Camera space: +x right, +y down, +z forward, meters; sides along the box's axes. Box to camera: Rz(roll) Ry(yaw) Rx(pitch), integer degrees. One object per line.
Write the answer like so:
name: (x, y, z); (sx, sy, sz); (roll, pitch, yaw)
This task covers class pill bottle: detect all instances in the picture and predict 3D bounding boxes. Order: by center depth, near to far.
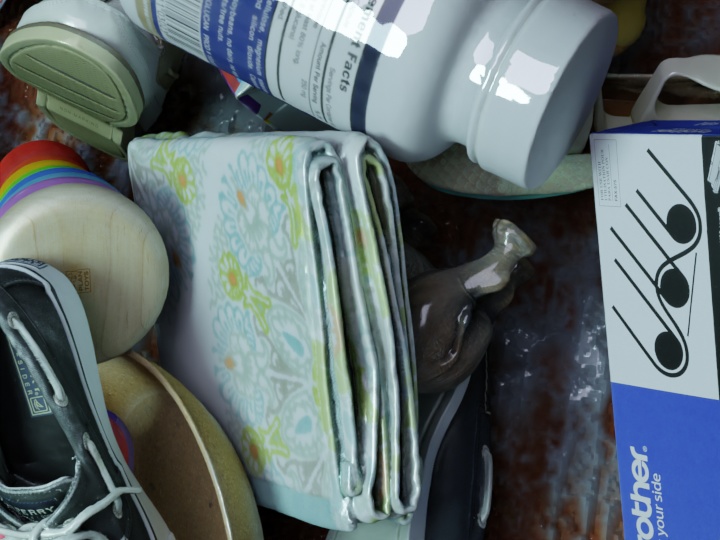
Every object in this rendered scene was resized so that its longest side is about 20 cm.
pill bottle: (0.005, -0.115, 0.789); (0.199, 0.111, 0.112); (28, 88, 16)

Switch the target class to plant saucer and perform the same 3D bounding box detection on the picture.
plant saucer: (-0.095, 0.132, 0.871); (0.200, 0.035, 0.202); (14, 108, 53)

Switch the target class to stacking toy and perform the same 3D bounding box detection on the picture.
stacking toy: (-0.150, -0.024, 0.904); (0.085, 0.085, 0.200); (-49, 23, 4)

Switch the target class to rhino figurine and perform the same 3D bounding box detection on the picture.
rhino figurine: (0.000, 0.000, 0.873); (0.088, 0.060, 0.200); (-51, 37, -11)

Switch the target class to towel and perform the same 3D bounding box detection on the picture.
towel: (-0.041, 0.022, 0.835); (0.200, 0.048, 0.172); (6, 104, 58)

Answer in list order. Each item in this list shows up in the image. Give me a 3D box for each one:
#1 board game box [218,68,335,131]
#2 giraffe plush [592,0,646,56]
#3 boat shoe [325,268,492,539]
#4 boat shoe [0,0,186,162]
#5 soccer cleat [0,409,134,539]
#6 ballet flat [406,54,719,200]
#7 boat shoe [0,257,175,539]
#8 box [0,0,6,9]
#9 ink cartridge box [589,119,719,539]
board game box: (-0.052, -0.178, 0.935); (0.105, 0.103, 0.201); (-36, 68, 9)
giraffe plush: (0.124, -0.215, 0.853); (0.161, 0.173, 0.201); (-26, 101, -7)
boat shoe: (0.028, 0.096, 0.862); (0.075, 0.060, 0.201); (-9, 54, 42)
boat shoe: (-0.126, -0.109, 0.898); (0.074, 0.200, 0.069); (27, 82, -3)
soccer cleat: (-0.159, 0.139, 0.883); (0.066, 0.076, 0.201); (32, 112, 7)
ballet flat: (0.119, -0.074, 0.839); (0.199, 0.063, 0.068); (-3, 51, -2)
boat shoe: (-0.129, 0.096, 0.783); (0.073, 0.068, 0.201); (-8, 102, 15)
box: (-0.191, -0.219, 0.962); (0.040, 0.200, 0.138); (7, 76, -22)
ink cartridge box: (0.152, 0.038, 0.779); (0.094, 0.044, 0.201); (6, 105, 52)
